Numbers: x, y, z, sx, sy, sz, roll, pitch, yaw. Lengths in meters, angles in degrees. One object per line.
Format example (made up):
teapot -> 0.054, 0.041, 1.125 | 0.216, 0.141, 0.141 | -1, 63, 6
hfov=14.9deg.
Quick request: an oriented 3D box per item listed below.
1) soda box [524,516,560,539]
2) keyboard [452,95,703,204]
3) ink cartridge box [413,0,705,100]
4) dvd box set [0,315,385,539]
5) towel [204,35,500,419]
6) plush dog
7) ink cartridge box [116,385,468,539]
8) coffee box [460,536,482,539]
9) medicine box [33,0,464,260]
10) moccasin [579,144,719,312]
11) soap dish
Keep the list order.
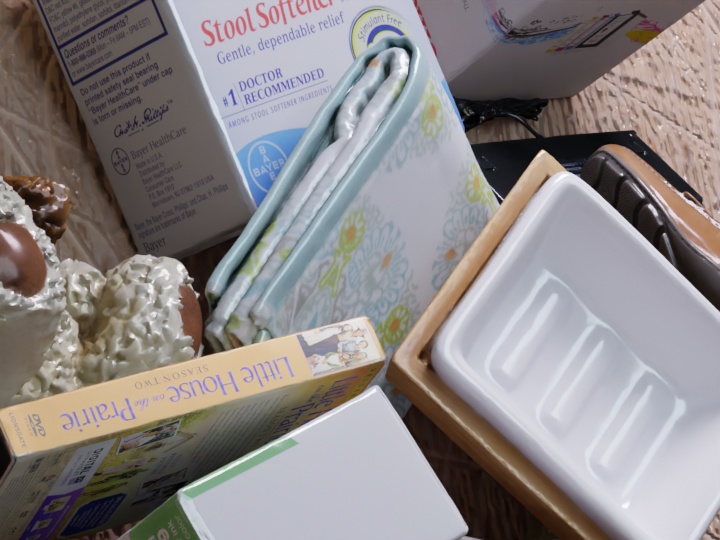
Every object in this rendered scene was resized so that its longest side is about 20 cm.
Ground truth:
soda box -> 0.132, 0.167, 1.556 | 0.068, 0.064, 0.201 | 38, 46, -14
keyboard -> 0.119, -0.067, 1.686 | 0.199, 0.021, 0.127 | -7, 46, -51
ink cartridge box -> 0.123, -0.214, 1.682 | 0.144, 0.200, 0.148 | -3, 66, -43
dvd box set -> -0.100, 0.085, 1.326 | 0.199, 0.146, 0.030 | -14, 70, -28
towel -> 0.000, 0.000, 1.469 | 0.200, 0.048, 0.172 | -55, 144, -23
plush dog -> -0.198, 0.007, 1.353 | 0.200, 0.160, 0.172 | 20, 33, -55
ink cartridge box -> -0.069, 0.153, 1.304 | 0.145, 0.200, 0.088 | -26, 79, -44
coffee box -> 0.038, 0.232, 1.366 | 0.114, 0.080, 0.201 | 14, 85, -27
medicine box -> -0.065, -0.128, 1.524 | 0.182, 0.103, 0.201 | -24, 92, -45
moccasin -> 0.205, 0.002, 1.587 | 0.201, 0.074, 0.078 | 42, 41, 23
soap dish -> 0.120, 0.059, 1.484 | 0.200, 0.081, 0.158 | 42, 63, -12
